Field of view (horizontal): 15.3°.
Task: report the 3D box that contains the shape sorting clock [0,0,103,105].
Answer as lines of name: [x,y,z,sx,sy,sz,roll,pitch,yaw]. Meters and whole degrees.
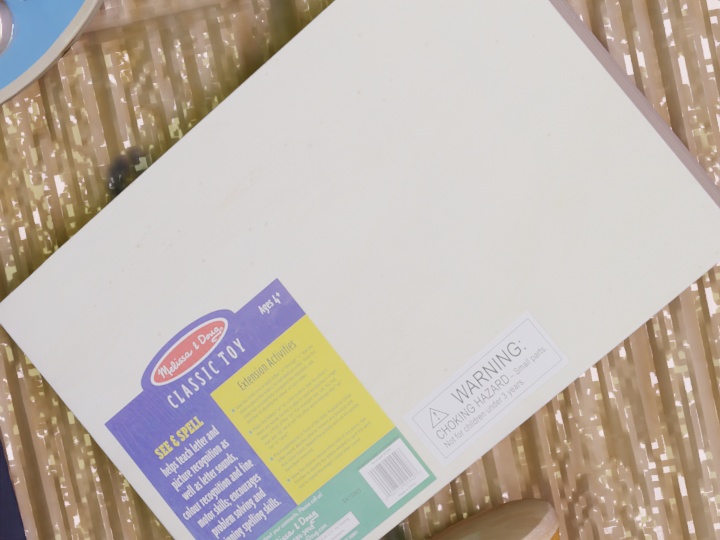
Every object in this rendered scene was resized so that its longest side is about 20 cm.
shape sorting clock: [-0.159,-0.139,0.820,0.199,0.039,0.201,2,99,14]

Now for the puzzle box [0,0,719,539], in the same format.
puzzle box: [0.000,0.000,0.808,0.200,0.025,0.133,-40,88,17]

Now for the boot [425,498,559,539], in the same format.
boot: [0.021,0.174,0.815,0.201,0.071,0.144,-39,94,20]

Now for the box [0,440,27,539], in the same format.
box: [-0.169,0.113,0.807,0.104,0.148,0.201,-13,94,16]
